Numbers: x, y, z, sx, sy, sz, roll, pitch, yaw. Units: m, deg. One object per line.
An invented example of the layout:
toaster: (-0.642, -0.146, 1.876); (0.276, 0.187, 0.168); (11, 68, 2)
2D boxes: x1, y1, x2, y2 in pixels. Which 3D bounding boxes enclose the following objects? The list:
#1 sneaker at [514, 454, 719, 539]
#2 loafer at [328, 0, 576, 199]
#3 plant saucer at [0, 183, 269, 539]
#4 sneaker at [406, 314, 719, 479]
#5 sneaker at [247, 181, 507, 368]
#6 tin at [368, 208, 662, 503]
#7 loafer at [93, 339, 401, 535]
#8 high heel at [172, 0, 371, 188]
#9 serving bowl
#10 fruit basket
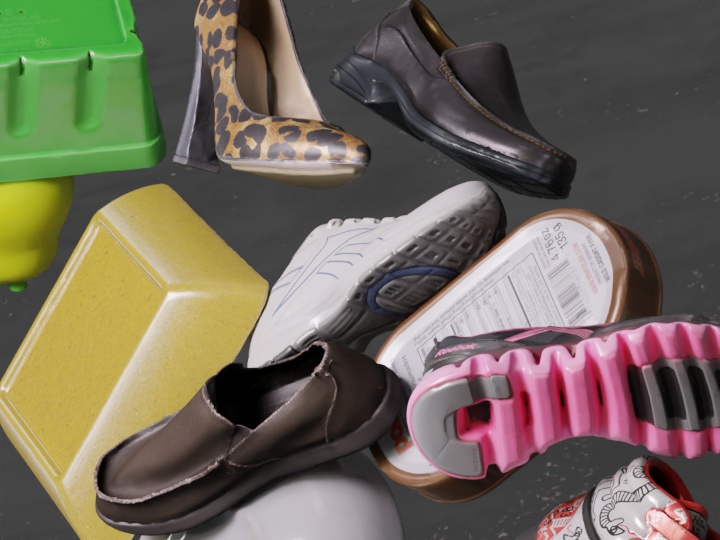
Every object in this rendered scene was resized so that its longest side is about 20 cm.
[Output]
sneaker: (0.137, 0.179, 1.501); (0.108, 0.067, 0.202); (-38, 31, 23)
loafer: (0.060, -0.102, 1.715); (0.200, 0.073, 0.072); (34, 92, 44)
plant saucer: (-0.155, 0.054, 1.831); (0.201, 0.048, 0.200); (-60, 30, 7)
sneaker: (0.122, 0.052, 1.553); (0.095, 0.199, 0.079); (-92, -3, -70)
sneaker: (0.000, 0.000, 1.729); (0.200, 0.074, 0.087); (-35, 48, 27)
tin: (0.081, 0.046, 1.658); (0.200, 0.042, 0.112); (-41, 46, 23)
loafer: (-0.075, 0.085, 1.688); (0.199, 0.071, 0.073); (-25, 38, 20)
high heel: (-0.045, -0.126, 1.817); (0.200, 0.071, 0.143); (11, 87, 54)
serving bowl: (-0.068, 0.183, 1.718); (0.200, 0.066, 0.201); (-18, 62, 37)
fruit basket: (-0.232, -0.095, 1.930); (0.215, 0.215, 0.156); (-37, 51, 26)
